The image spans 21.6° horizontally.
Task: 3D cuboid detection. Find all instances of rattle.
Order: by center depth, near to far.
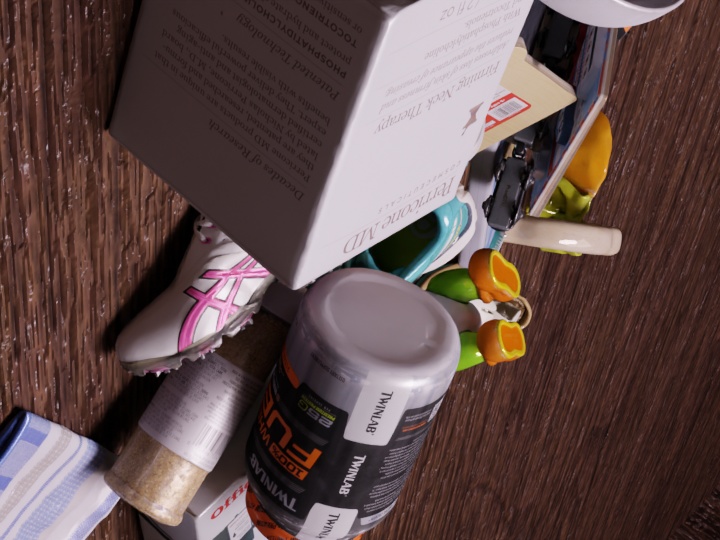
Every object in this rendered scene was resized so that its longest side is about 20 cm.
[{"bbox_3d":[0.151,-0.078,1.703,0.199,0.130,0.144,8,109,-36],"label":"rattle"}]

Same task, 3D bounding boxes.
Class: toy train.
[{"bbox_3d":[0.135,-0.125,1.447,0.046,0.034,0.202,55,52,-81],"label":"toy train"}]

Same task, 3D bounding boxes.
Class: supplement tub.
[{"bbox_3d":[-0.013,0.108,1.378,0.122,0.122,0.201,-28,148,-47],"label":"supplement tub"}]

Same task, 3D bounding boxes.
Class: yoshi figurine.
[{"bbox_3d":[0.023,0.042,1.497,0.113,0.199,0.113,63,32,-26],"label":"yoshi figurine"}]

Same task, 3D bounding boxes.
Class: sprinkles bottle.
[{"bbox_3d":[-0.111,0.087,1.391,0.201,0.068,0.068,-58,159,-2],"label":"sprinkles bottle"}]

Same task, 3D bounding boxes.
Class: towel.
[{"bbox_3d":[-0.242,0.179,1.354,0.147,0.024,0.200,-52,159,-5],"label":"towel"}]

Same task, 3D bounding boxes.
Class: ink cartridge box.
[{"bbox_3d":[-0.106,0.174,1.542,0.147,0.083,0.201,-44,156,-23],"label":"ink cartridge box"}]

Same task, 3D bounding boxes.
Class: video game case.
[{"bbox_3d":[0.123,-0.126,1.536,0.201,0.022,0.183,93,17,-56],"label":"video game case"}]

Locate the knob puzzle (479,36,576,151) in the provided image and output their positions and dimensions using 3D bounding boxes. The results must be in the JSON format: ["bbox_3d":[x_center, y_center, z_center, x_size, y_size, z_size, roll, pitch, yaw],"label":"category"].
[{"bbox_3d":[0.031,-0.124,1.338,0.218,0.031,0.220,-12,156,-5],"label":"knob puzzle"}]

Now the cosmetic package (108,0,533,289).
[{"bbox_3d":[-0.020,-0.136,1.119,0.167,0.166,0.201,-30,151,-44],"label":"cosmetic package"}]

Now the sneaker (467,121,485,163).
[{"bbox_3d":[0.046,-0.161,1.209,0.076,0.081,0.202,-13,102,-21],"label":"sneaker"}]

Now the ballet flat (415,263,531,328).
[{"bbox_3d":[0.112,0.031,1.794,0.069,0.063,0.200,-59,158,15],"label":"ballet flat"}]

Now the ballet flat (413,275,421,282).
[{"bbox_3d":[0.025,0.001,1.568,0.076,0.064,0.201,-41,156,-26],"label":"ballet flat"}]

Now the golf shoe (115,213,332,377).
[{"bbox_3d":[-0.096,-0.007,1.319,0.199,0.092,0.073,-36,-163,-2],"label":"golf shoe"}]

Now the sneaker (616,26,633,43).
[{"bbox_3d":[0.234,-0.233,1.568,0.070,0.089,0.201,-86,-167,-55],"label":"sneaker"}]

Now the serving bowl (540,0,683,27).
[{"bbox_3d":[0.135,-0.243,1.269,0.066,0.201,0.200,-35,173,38],"label":"serving bowl"}]

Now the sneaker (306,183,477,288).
[{"bbox_3d":[0.000,0.000,1.424,0.200,0.078,0.080,-43,177,17],"label":"sneaker"}]

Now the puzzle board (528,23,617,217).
[{"bbox_3d":[0.168,-0.161,1.467,0.151,0.017,0.201,115,-10,-52],"label":"puzzle board"}]
